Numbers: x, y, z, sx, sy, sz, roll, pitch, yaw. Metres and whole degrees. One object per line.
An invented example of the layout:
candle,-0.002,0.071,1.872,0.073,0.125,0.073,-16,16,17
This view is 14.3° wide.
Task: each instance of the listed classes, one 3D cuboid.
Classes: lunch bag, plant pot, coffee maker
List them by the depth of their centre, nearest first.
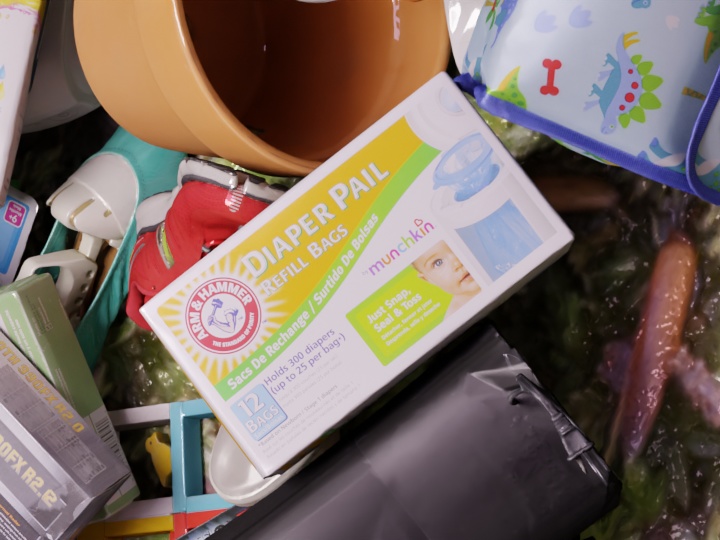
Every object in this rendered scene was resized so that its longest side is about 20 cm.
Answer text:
lunch bag,0.172,-0.127,1.455,0.200,0.127,0.170,22,97,-10
coffee maker,0.021,0.125,1.460,0.200,0.192,0.135,-39,71,0
plant pot,-0.068,-0.143,1.602,0.140,0.200,0.201,-10,78,48

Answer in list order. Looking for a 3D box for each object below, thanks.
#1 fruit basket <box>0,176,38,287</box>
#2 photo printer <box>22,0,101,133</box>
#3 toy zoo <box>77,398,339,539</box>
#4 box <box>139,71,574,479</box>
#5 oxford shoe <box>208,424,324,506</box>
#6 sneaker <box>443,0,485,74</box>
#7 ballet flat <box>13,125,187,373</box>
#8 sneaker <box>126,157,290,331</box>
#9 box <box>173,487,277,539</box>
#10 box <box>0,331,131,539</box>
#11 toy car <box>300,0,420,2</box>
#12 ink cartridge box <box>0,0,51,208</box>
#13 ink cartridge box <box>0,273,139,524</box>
fruit basket,-0.299,0.011,1.777,0.185,0.094,0.200,30,100,33
photo printer,-0.221,-0.184,1.769,0.166,0.069,0.201,1,84,33
toy zoo,-0.098,0.141,1.671,0.200,0.020,0.132,-10,78,32
box,-0.002,0.005,1.475,0.200,0.101,0.113,-39,86,-1
oxford shoe,-0.031,0.036,1.565,0.075,0.058,0.200,37,98,40
sneaker,0.094,-0.198,1.563,0.115,0.074,0.201,2,86,30
ballet flat,-0.165,-0.010,1.707,0.067,0.070,0.200,29,99,33
sneaker,-0.084,-0.006,1.603,0.200,0.077,0.085,143,144,-69
box,-0.049,0.234,1.598,0.137,0.040,0.200,-32,76,27
box,-0.251,0.100,1.651,0.200,0.048,0.158,45,120,6
toy car,0.019,-0.232,1.462,0.149,0.175,0.201,8,76,-2
ink cartridge box,-0.256,-0.149,1.657,0.145,0.088,0.201,13,86,-5
ink cartridge box,-0.243,0.097,1.702,0.200,0.048,0.146,-18,98,29
